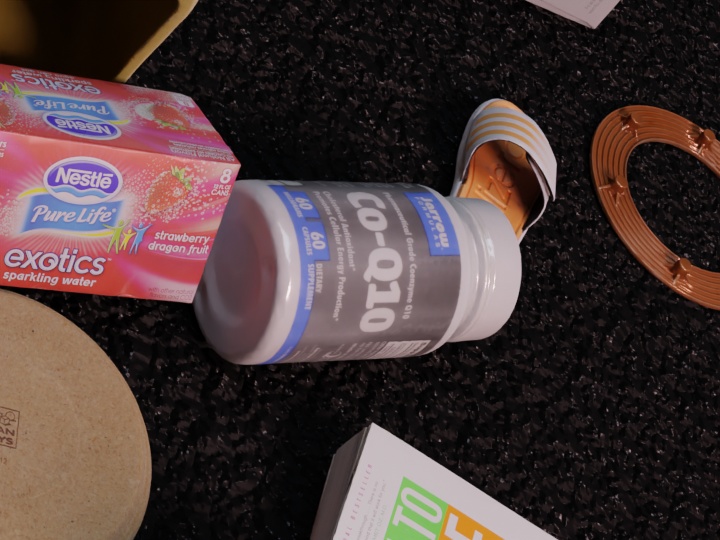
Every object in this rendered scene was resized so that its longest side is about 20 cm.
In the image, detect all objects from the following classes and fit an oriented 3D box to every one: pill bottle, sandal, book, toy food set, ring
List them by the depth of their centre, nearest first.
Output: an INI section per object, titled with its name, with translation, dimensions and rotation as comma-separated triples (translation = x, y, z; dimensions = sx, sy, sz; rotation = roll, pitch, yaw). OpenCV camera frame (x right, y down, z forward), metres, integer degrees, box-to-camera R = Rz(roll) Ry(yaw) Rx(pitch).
[toy food set]
translation = -0.206, 0.096, 0.982
dimensions = 0.198, 0.049, 0.200
rotation = 3, 56, -35
[book]
translation = 0.060, 0.203, 1.105
dimensions = 0.199, 0.048, 0.134
rotation = 32, 48, -15
[pill bottle]
translation = 0.000, 0.000, 1.161
dimensions = 0.198, 0.114, 0.115
rotation = -1, 58, -37
[sandal]
translation = 0.109, -0.061, 1.330
dimensions = 0.079, 0.059, 0.208
rotation = 33, 44, -11
[ring]
translation = 0.272, -0.056, 1.477
dimensions = 0.199, 0.019, 0.202
rotation = 20, 49, -24

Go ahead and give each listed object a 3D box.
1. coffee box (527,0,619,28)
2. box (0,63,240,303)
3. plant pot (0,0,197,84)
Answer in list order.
[coffee box]
translation = 0.160, -0.365, 1.500
dimensions = 0.198, 0.200, 0.199
rotation = 18, 48, -24
[box]
translation = -0.184, -0.053, 1.056
dimensions = 0.198, 0.101, 0.096
rotation = 7, 27, -33
[plant pot]
translation = -0.205, -0.240, 1.104
dimensions = 0.193, 0.195, 0.202
rotation = 20, 62, -23
